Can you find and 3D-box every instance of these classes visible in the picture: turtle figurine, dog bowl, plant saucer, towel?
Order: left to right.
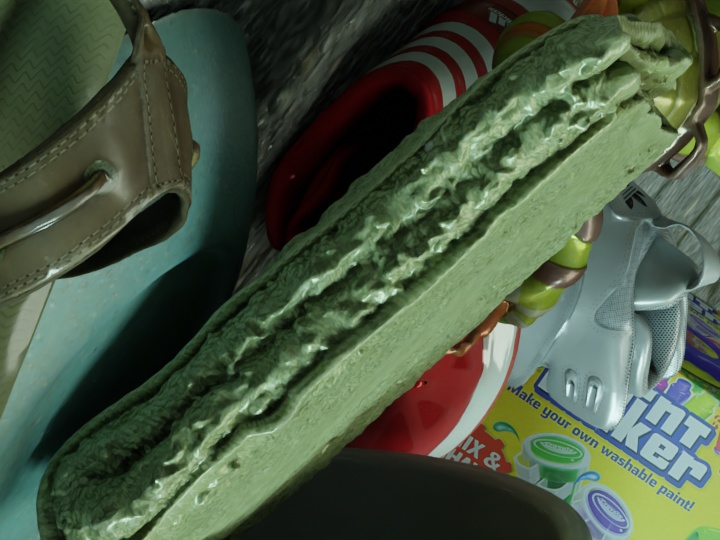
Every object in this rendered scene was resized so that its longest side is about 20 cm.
[{"bbox_3d":[-0.080,0.025,0.712,0.201,0.039,0.201,-48,167,-15],"label":"plant saucer"},{"bbox_3d":[-0.019,0.102,0.833,0.200,0.200,0.059,-26,118,-65],"label":"dog bowl"},{"bbox_3d":[0.007,0.005,0.735,0.200,0.036,0.148,-44,170,9],"label":"towel"},{"bbox_3d":[0.090,-0.070,0.838,0.161,0.064,0.200,-6,110,-49],"label":"turtle figurine"}]

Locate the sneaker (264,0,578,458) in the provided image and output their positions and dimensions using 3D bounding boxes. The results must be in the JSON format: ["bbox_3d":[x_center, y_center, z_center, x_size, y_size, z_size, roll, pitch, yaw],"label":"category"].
[{"bbox_3d":[0.000,0.000,0.903,0.115,0.078,0.200,-28,142,-44],"label":"sneaker"}]

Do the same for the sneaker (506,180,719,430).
[{"bbox_3d":[0.045,0.032,1.014,0.200,0.115,0.075,-59,166,29],"label":"sneaker"}]

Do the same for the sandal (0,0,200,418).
[{"bbox_3d":[-0.064,-0.013,0.580,0.080,0.057,0.201,-30,141,-61],"label":"sandal"}]

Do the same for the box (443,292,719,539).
[{"bbox_3d":[0.089,0.104,1.140,0.193,0.200,0.122,-57,179,17],"label":"box"}]
